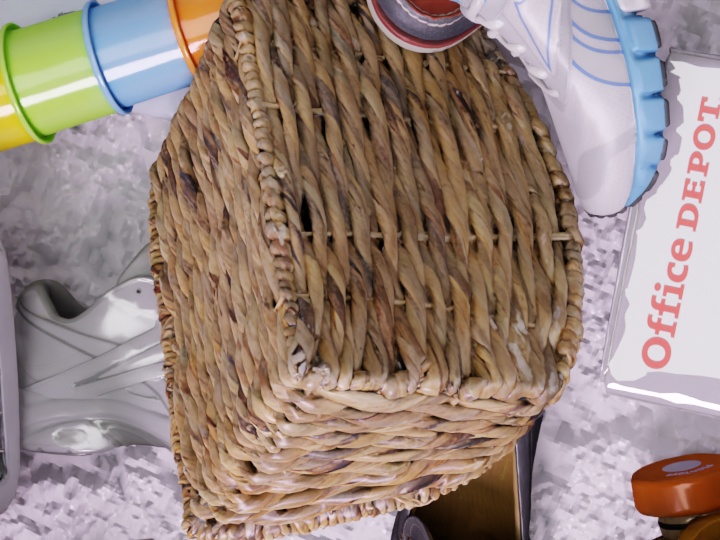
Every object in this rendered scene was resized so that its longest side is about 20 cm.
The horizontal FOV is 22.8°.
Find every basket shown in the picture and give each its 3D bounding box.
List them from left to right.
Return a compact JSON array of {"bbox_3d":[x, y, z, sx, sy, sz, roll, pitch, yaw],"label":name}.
[{"bbox_3d":[0.000,0.000,0.752,0.143,0.149,0.200,3,56,-23],"label":"basket"}]

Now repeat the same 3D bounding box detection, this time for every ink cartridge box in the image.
[{"bbox_3d":[0.213,-0.005,0.744,0.200,0.086,0.147,12,99,12],"label":"ink cartridge box"}]

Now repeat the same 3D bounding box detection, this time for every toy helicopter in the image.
[{"bbox_3d":[0.204,0.119,0.737,0.200,0.132,0.079,-10,95,13],"label":"toy helicopter"}]

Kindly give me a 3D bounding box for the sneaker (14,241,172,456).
[{"bbox_3d":[-0.076,0.037,0.818,0.200,0.078,0.100,1,94,11],"label":"sneaker"}]

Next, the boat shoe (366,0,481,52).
[{"bbox_3d":[0.070,-0.178,0.727,0.071,0.063,0.200,37,78,-13],"label":"boat shoe"}]

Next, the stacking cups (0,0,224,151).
[{"bbox_3d":[-0.094,-0.097,0.800,0.200,0.061,0.061,-14,94,8],"label":"stacking cups"}]

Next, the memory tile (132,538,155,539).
[{"bbox_3d":[-0.191,0.134,0.769,0.200,0.153,0.017,-11,80,29],"label":"memory tile"}]

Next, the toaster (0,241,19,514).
[{"bbox_3d":[-0.229,0.050,0.784,0.129,0.114,0.200,3,101,22],"label":"toaster"}]

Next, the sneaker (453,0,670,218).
[{"bbox_3d":[0.061,-0.110,0.680,0.087,0.075,0.200,-17,112,-9],"label":"sneaker"}]

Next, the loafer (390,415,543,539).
[{"bbox_3d":[0.044,0.121,0.803,0.073,0.072,0.200,3,98,11],"label":"loafer"}]

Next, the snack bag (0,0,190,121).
[{"bbox_3d":[-0.135,-0.174,0.830,0.200,0.021,0.189,12,100,7],"label":"snack bag"}]
